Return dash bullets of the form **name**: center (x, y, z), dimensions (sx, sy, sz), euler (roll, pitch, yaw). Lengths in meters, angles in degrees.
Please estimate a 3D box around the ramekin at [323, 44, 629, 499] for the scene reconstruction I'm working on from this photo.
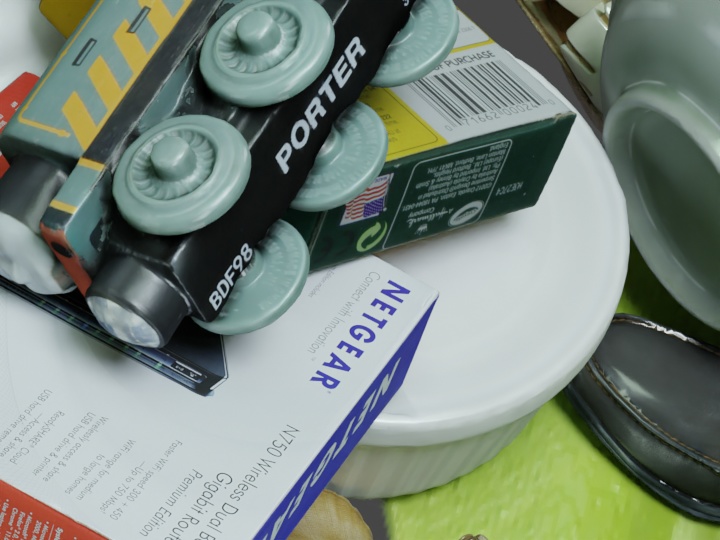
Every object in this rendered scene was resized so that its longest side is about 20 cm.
- **ramekin**: center (0.000, 0.000, 1.087), dimensions (0.202, 0.094, 0.203), euler (6, 56, -8)

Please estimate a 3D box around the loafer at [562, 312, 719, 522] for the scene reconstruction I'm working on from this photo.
- **loafer**: center (0.175, 0.070, 1.089), dimensions (0.200, 0.072, 0.073), euler (29, 57, 8)

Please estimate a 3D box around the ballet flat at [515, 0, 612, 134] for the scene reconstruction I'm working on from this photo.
- **ballet flat**: center (0.101, -0.113, 1.194), dimensions (0.065, 0.071, 0.200), euler (13, 35, -52)

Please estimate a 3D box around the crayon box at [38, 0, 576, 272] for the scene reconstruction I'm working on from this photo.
- **crayon box**: center (-0.031, -0.089, 1.026), dimensions (0.127, 0.051, 0.200), euler (-16, 50, -40)

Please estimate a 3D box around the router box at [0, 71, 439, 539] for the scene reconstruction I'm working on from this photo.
- **router box**: center (-0.092, 0.030, 0.926), dimensions (0.179, 0.049, 0.200), euler (28, 36, 8)

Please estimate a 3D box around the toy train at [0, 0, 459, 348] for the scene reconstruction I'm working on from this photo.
- **toy train**: center (-0.049, -0.065, 0.908), dimensions (0.114, 0.085, 0.200), euler (18, 65, 33)

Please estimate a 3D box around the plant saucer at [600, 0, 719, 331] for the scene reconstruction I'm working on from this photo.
- **plant saucer**: center (0.146, -0.032, 1.067), dimensions (0.050, 0.200, 0.200), euler (-29, 67, -19)

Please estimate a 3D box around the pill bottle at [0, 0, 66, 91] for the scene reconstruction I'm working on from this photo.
- **pill bottle**: center (-0.183, -0.101, 1.105), dimensions (0.112, 0.112, 0.200), euler (-30, 68, -27)

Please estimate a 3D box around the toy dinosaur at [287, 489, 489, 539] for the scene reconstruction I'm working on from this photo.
- **toy dinosaur**: center (-0.024, 0.122, 1.015), dimensions (0.200, 0.058, 0.101), euler (17, 52, -32)
